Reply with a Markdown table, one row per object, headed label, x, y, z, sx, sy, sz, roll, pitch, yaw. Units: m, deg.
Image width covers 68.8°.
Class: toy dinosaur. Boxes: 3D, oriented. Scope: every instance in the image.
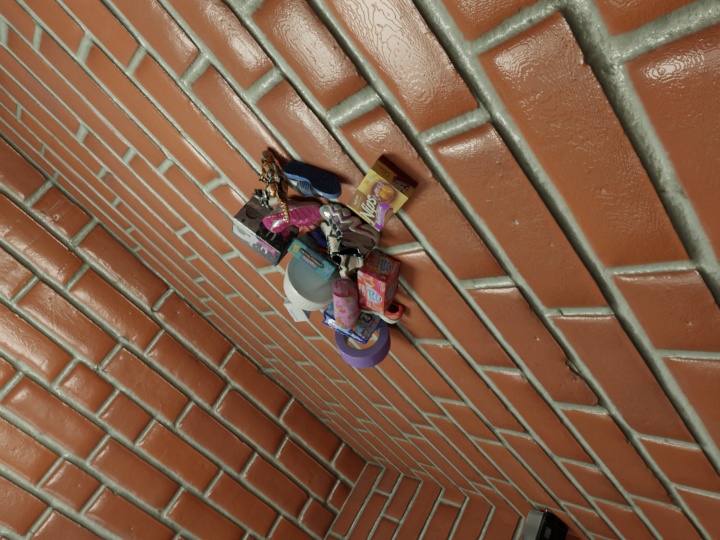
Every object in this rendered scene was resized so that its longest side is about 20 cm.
| label | x | y | z | sx | sy | sz | roll | pitch | yaw |
| --- | --- | --- | --- | --- | --- | --- | --- | --- | --- |
| toy dinosaur | -0.250 | -0.237 | 1.512 | 0.101 | 0.202 | 0.136 | 2 | 167 | -22 |

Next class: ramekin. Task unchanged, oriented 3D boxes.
| label | x | y | z | sx | sy | sz | roll | pitch | yaw |
| --- | --- | --- | --- | --- | --- | --- | --- | --- | --- |
| ramekin | -0.168 | 0.044 | 1.778 | 0.202 | 0.203 | 0.094 | 36 | 137 | -2 |

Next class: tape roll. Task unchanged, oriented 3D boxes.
| label | x | y | z | sx | sy | sz | roll | pitch | yaw |
| --- | --- | --- | --- | --- | --- | --- | --- | --- | --- |
| tape roll | 0.010 | 0.246 | 1.914 | 0.199 | 0.201 | 0.085 | 22 | 152 | 24 |

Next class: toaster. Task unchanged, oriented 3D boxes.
| label | x | y | z | sx | sy | sz | roll | pitch | yaw |
| --- | --- | --- | --- | --- | --- | --- | --- | --- | --- |
| toaster | 0.903 | 1.282 | 2.572 | 0.180 | 0.201 | 0.118 | 35 | 157 | -17 |

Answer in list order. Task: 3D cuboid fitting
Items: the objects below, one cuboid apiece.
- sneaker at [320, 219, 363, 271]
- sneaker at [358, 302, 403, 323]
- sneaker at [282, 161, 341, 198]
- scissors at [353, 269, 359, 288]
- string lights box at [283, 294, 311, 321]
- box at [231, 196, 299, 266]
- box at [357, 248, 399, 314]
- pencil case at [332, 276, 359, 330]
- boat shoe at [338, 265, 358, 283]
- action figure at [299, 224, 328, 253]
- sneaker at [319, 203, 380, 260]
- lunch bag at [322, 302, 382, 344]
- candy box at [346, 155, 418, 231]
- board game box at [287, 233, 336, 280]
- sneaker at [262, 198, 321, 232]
| label | x | y | z | sx | sy | sz | roll | pitch | yaw |
| --- | --- | --- | --- | --- | --- | --- | --- | --- | --- |
| sneaker | -0.072 | -0.078 | 1.564 | 0.200 | 0.079 | 0.074 | 52 | 155 | 31 |
| sneaker | 0.057 | 0.105 | 1.781 | 0.198 | 0.078 | 0.085 | 22 | 146 | -3 |
| sneaker | -0.127 | -0.235 | 1.453 | 0.199 | 0.070 | 0.078 | 30 | 157 | 27 |
| scissors | 0.000 | 0.000 | 1.629 | 0.014 | 0.074 | 0.200 | 18 | 165 | 13 |
| string lights box | -0.207 | 0.070 | 1.876 | 0.058 | 0.201 | 0.103 | -6 | 138 | 19 |
| box | -0.328 | -0.131 | 1.795 | 0.199 | 0.115 | 0.132 | 36 | 154 | -1 |
| box | 0.056 | 0.038 | 1.641 | 0.099 | 0.096 | 0.201 | 26 | 152 | 16 |
| pencil case | -0.047 | 0.109 | 1.715 | 0.087 | 0.088 | 0.201 | 24 | 146 | 21 |
| boat shoe | -0.034 | 0.001 | 1.730 | 0.070 | 0.070 | 0.200 | 53 | 169 | 24 |
| action figure | -0.101 | -0.080 | 1.638 | 0.199 | 0.065 | 0.052 | 38 | 122 | 18 |
| sneaker | -0.056 | -0.099 | 1.498 | 0.199 | 0.140 | 0.078 | 28 | 152 | 12 |
| lunch bag | -0.013 | 0.159 | 1.853 | 0.199 | 0.151 | 0.094 | 29 | 153 | 12 |
| candy box | 0.049 | -0.190 | 1.327 | 0.116 | 0.057 | 0.200 | 38 | 152 | -4 |
| board game box | -0.143 | -0.048 | 1.674 | 0.150 | 0.047 | 0.200 | 37 | -172 | -4 |
| sneaker | -0.202 | -0.183 | 1.608 | 0.198 | 0.089 | 0.082 | -6 | 134 | 22 |
